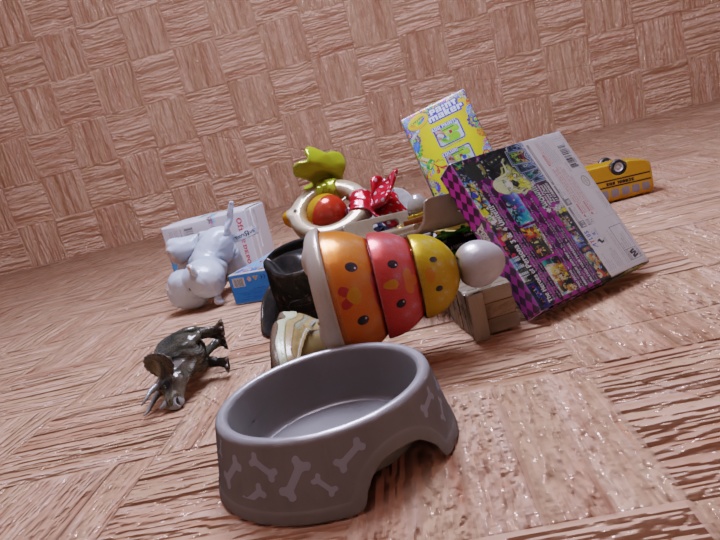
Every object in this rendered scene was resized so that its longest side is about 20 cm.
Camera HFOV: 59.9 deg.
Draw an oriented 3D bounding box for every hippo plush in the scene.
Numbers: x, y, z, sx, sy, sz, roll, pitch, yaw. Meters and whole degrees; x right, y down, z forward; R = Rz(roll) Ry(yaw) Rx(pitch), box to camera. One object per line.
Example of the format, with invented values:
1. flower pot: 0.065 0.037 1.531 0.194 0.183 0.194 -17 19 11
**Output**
1. hippo plush: -0.284 0.008 1.201 0.200 0.159 0.161 -26 39 19

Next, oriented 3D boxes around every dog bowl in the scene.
1. dog bowl: -0.025 0.118 0.505 0.200 0.059 0.200 -14 12 3

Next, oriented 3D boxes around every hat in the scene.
1. hat: -0.088 0.007 0.878 0.200 0.081 0.201 -28 33 20

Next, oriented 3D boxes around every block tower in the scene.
1. block tower: 0.128 0.026 0.751 0.058 0.054 0.200 -16 13 -3

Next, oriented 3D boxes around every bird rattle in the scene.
1. bird rattle: -0.030 -0.099 0.990 0.200 0.113 0.163 33 67 27

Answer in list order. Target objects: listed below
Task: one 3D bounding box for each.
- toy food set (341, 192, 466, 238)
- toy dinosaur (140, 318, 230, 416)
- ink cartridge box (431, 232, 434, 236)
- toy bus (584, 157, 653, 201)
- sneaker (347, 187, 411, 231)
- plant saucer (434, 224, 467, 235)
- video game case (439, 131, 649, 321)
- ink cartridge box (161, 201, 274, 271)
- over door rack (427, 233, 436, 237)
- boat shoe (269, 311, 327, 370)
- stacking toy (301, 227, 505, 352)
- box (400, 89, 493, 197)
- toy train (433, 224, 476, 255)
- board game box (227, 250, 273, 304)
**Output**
1. toy food set: 0.084 -0.080 0.837 0.143 0.061 0.200 -15 1 -31
2. toy dinosaur: -0.216 0.099 0.773 0.102 0.077 0.200 -10 14 -12
3. ink cartridge box: 0.114 -0.074 1.234 0.109 0.050 0.200 -11 14 12
4. toy bus: 0.447 -0.167 1.199 0.200 0.078 0.065 -14 13 0
5. sneaker: -0.005 -0.077 1.112 0.199 0.081 0.115 -16 -12 -7
6. plant saucer: 0.255 -0.064 1.010 0.200 0.049 0.200 -17 13 -28
7. video game case: 0.217 -0.061 0.737 0.181 0.200 0.036 -21 -18 -26
8. ink cartridge box: -0.317 -0.059 1.431 0.200 0.147 0.146 -11 12 9
9. over door rack: 0.056 -0.030 1.059 0.147 0.067 0.200 -10 13 15
10. boat shoe: -0.059 0.084 0.694 0.076 0.072 0.200 1 13 -3
11. stacking toy: 0.049 0.005 0.640 0.200 0.146 0.146 -16 12 1
12. box: 0.177 -0.182 1.125 0.122 0.193 0.200 -25 -11 10
13. toy train: 0.060 -0.017 0.811 0.200 0.042 0.056 -17 1 -12
14. board game box: -0.109 -0.006 1.166 0.200 0.056 0.196 -9 13 23
